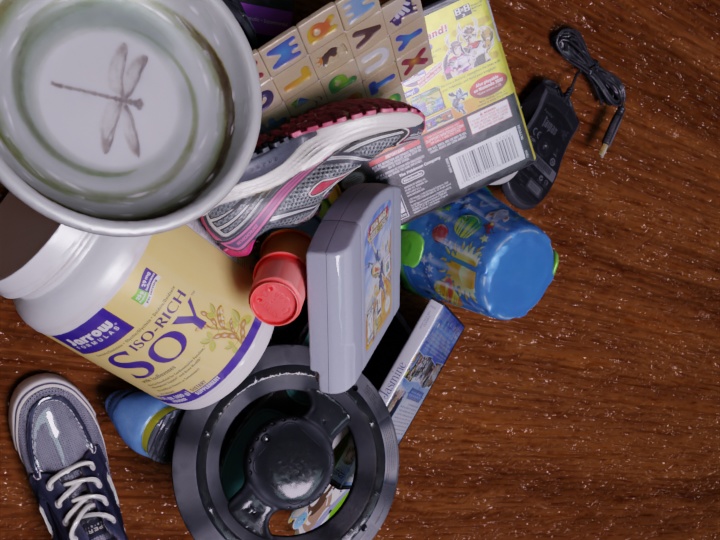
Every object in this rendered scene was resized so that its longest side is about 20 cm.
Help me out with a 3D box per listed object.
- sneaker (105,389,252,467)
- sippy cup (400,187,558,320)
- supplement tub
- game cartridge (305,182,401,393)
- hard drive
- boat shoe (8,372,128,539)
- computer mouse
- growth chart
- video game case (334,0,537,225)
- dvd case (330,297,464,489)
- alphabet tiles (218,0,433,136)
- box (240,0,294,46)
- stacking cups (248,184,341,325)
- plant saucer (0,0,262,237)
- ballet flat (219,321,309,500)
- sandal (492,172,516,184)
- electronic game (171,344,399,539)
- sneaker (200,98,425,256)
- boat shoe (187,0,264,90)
[{"bbox_3d":[-0.154,0.143,0.845,0.200,0.078,0.066,31,85,-58],"label":"sneaker"},{"bbox_3d":[0.120,-0.016,0.917,0.177,0.130,0.140,-31,123,-20],"label":"sippy cup"},{"bbox_3d":[-0.177,0.006,0.712,0.200,0.145,0.146,39,85,-39],"label":"supplement tub"},{"bbox_3d":[0.000,0.000,0.761,0.200,0.041,0.134,-53,149,-65],"label":"game cartridge"},{"bbox_3d":[-0.019,0.069,0.912,0.135,0.042,0.200,-47,128,-9],"label":"hard drive"},{"bbox_3d":[-0.239,0.188,0.778,0.074,0.093,0.201,-25,122,-24],"label":"boat shoe"},{"bbox_3d":[0.214,-0.146,0.984,0.140,0.046,0.201,29,80,-35],"label":"computer mouse"},{"bbox_3d":[-0.026,0.206,0.907,0.145,0.018,0.201,-48,158,-32],"label":"growth chart"},{"bbox_3d":[0.048,-0.141,0.835,0.199,0.026,0.182,-25,117,-3],"label":"video game case"},{"bbox_3d":[0.041,0.128,0.910,0.201,0.017,0.143,-60,162,-3],"label":"dvd case"},{"bbox_3d":[-0.031,-0.146,0.735,0.199,0.006,0.167,-32,155,-3],"label":"alphabet tiles"},{"bbox_3d":[-0.108,-0.284,0.709,0.142,0.036,0.201,0,110,-35],"label":"box"},{"bbox_3d":[-0.051,-0.018,0.749,0.060,0.200,0.061,1,119,3],"label":"stacking cups"},{"bbox_3d":[-0.167,-0.119,0.611,0.199,0.050,0.202,5,80,-27],"label":"plant saucer"},{"bbox_3d":[-0.060,0.130,0.843,0.072,0.072,0.201,33,88,-39],"label":"ballet flat"},{"bbox_3d":[0.076,-0.150,0.881,0.202,0.050,0.083,23,105,-24],"label":"sandal"},{"bbox_3d":[-0.061,0.164,0.777,0.198,0.042,0.202,3,81,-16],"label":"electronic game"},{"bbox_3d":[-0.038,-0.082,0.713,0.199,0.081,0.075,-25,114,-16],"label":"sneaker"},{"bbox_3d":[-0.107,-0.143,0.727,0.074,0.062,0.201,-24,142,-15],"label":"boat shoe"}]
